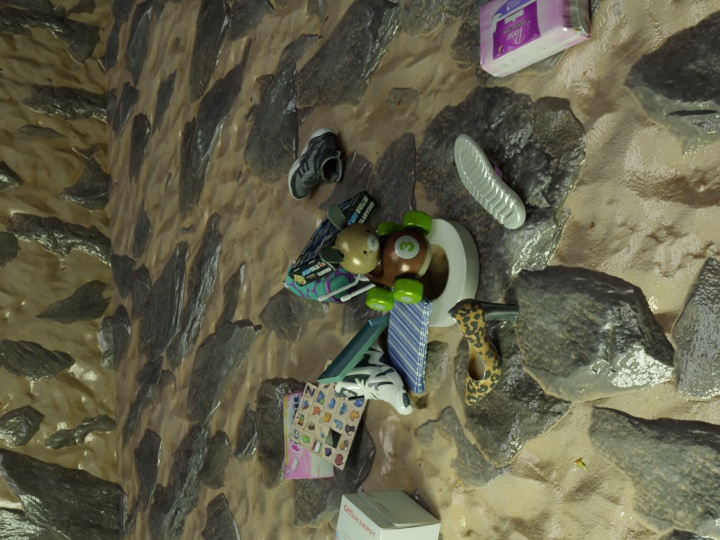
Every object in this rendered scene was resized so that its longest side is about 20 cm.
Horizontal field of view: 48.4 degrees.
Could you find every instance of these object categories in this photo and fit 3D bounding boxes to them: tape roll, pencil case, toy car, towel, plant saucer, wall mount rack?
[{"bbox_3d":[0.146,0.004,1.508,0.202,0.037,0.206,-13,74,56],"label":"tape roll"},{"bbox_3d":[-0.095,0.022,1.826,0.199,0.085,0.093,8,135,55],"label":"pencil case"},{"bbox_3d":[0.016,-0.042,1.466,0.157,0.198,0.167,-19,55,50],"label":"toy car"},{"bbox_3d":[0.093,0.120,1.543,0.145,0.024,0.203,-135,43,-56],"label":"towel"},{"bbox_3d":[-0.010,0.160,1.616,0.069,0.200,0.019,-18,112,46],"label":"plant saucer"},{"bbox_3d":[0.000,0.000,1.649,0.199,0.074,0.176,-6,56,65],"label":"wall mount rack"}]

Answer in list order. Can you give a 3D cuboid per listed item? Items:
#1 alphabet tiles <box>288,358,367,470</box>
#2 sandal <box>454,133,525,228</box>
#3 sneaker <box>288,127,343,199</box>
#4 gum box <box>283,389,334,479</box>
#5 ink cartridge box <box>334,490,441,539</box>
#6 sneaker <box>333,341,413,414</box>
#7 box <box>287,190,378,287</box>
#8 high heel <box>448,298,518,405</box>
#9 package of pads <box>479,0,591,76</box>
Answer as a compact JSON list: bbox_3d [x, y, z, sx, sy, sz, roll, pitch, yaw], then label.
[{"bbox_3d":[-0.067,0.305,1.747,0.166,0.008,0.203,21,93,35],"label":"alphabet tiles"},{"bbox_3d":[0.228,-0.154,1.400,0.204,0.049,0.083,60,149,25],"label":"sandal"},{"bbox_3d":[-0.105,-0.228,1.885,0.201,0.075,0.115,-58,39,31],"label":"sneaker"},{"bbox_3d":[-0.121,0.372,1.837,0.113,0.065,0.203,-20,69,52],"label":"gum box"},{"bbox_3d":[0.041,0.534,1.498,0.145,0.143,0.203,22,104,56],"label":"ink cartridge box"},{"bbox_3d":[0.015,0.235,1.579,0.200,0.128,0.080,55,174,45],"label":"sneaker"},{"bbox_3d":[-0.060,-0.068,1.724,0.158,0.046,0.201,-24,30,55],"label":"box"},{"bbox_3d":[0.176,0.139,1.348,0.071,0.141,0.203,41,119,51],"label":"high heel"},{"bbox_3d":[0.284,-0.409,1.319,0.199,0.075,0.123,-13,74,55],"label":"package of pads"}]
